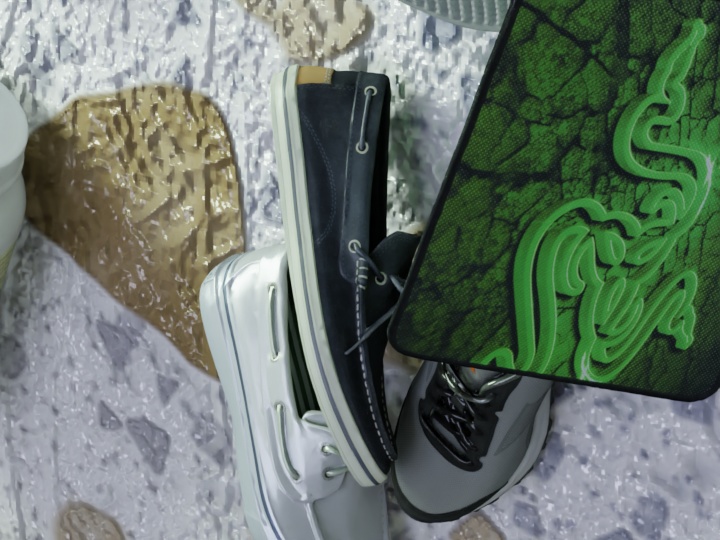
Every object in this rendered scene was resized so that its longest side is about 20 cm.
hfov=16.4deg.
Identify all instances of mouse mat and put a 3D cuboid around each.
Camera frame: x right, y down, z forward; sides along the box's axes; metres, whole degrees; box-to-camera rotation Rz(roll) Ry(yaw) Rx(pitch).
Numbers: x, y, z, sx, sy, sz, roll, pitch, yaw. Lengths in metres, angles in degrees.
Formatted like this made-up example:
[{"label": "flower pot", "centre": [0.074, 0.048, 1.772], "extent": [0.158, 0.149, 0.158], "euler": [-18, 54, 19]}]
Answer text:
[{"label": "mouse mat", "centre": [0.111, -0.032, 1.038], "extent": [0.008, 0.160, 0.201], "euler": [-104, 28, -52]}]

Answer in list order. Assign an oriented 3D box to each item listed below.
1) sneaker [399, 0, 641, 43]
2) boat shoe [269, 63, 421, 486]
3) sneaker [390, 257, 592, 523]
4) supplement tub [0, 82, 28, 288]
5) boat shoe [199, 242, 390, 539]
[{"label": "sneaker", "centre": [0.064, -0.150, 1.077], "extent": [0.199, 0.078, 0.080], "euler": [20, 74, 48]}, {"label": "boat shoe", "centre": [0.000, 0.000, 1.171], "extent": [0.062, 0.075, 0.202], "euler": [-8, 86, 4]}, {"label": "sneaker", "centre": [0.057, 0.044, 1.143], "extent": [0.074, 0.079, 0.201], "euler": [44, 130, 19]}, {"label": "supplement tub", "centre": [-0.265, -0.010, 1.360], "extent": [0.145, 0.145, 0.201], "euler": [40, 127, 24]}, {"label": "boat shoe", "centre": [-0.022, 0.083, 1.227], "extent": [0.067, 0.073, 0.201], "euler": [-24, 87, 45]}]
